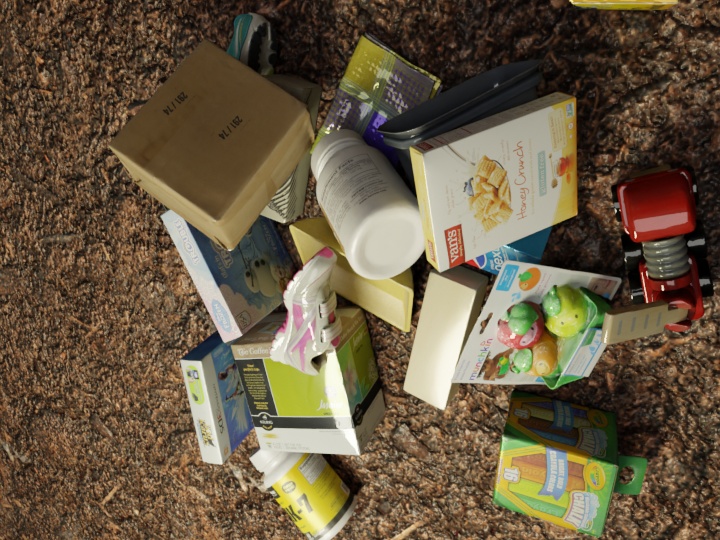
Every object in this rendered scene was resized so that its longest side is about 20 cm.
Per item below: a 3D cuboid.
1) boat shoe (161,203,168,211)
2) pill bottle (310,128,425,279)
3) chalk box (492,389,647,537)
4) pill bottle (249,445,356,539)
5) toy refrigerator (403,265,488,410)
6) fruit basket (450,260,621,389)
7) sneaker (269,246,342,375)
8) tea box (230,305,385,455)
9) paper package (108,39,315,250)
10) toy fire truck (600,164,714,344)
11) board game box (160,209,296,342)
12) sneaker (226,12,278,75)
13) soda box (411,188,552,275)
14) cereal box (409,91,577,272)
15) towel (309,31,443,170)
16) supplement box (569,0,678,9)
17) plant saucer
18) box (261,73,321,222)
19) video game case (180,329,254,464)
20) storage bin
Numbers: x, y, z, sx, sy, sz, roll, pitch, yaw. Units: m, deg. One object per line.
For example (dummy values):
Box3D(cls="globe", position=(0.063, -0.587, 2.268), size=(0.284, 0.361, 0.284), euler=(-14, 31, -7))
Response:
Box3D(cls="boat shoe", position=(-0.266, -0.065, 0.988), size=(0.199, 0.060, 0.076), euler=(42, 120, 6))
Box3D(cls="pill bottle", position=(0.003, -0.096, 0.749), size=(0.116, 0.111, 0.202), euler=(-60, 39, 29))
Box3D(cls="chalk box", position=(0.300, 0.276, 0.812), size=(0.194, 0.124, 0.129), euler=(9, 113, 21))
Box3D(cls="pill bottle", position=(-0.108, 0.389, 1.050), size=(0.201, 0.114, 0.114), euler=(49, 120, 2))
Box3D(cls="toy refrigerator", position=(0.129, 0.097, 0.861), size=(0.074, 0.070, 0.206), euler=(21, 115, 24))
Box3D(cls="fruit basket", position=(0.232, 0.082, 0.741), size=(0.094, 0.194, 0.190), euler=(54, 132, 49))
Box3D(cls="sneaker", position=(-0.059, 0.061, 0.789), size=(0.086, 0.081, 0.204), euler=(27, 125, 13))
Box3D(cls="tea box", position=(-0.082, 0.181, 0.950), size=(0.194, 0.133, 0.203), euler=(-5, 107, 25))
Box3D(cls="paper package", position=(-0.189, -0.167, 0.754), size=(0.188, 0.104, 0.203), euler=(33, 75, 7))
Box3D(cls="toy fire truck", position=(0.333, -0.009, 0.649), size=(0.125, 0.200, 0.182), euler=(-10, 105, 26))
Box3D(cls="board game box", position=(-0.189, -0.026, 0.887), size=(0.042, 0.199, 0.205), euler=(-20, 100, 29))
Box3D(cls="sneaker", position=(-0.180, -0.287, 0.874), size=(0.079, 0.076, 0.205), euler=(33, 115, 31))
Box3D(cls="soda box", position=(0.155, -0.055, 0.780), size=(0.195, 0.069, 0.065), euler=(22, 146, 17))
Box3D(cls="cereal box", position=(0.158, -0.100, 0.651), size=(0.195, 0.040, 0.148), euler=(-23, 121, -12))
Box3D(cls="towel", position=(0.017, -0.219, 0.823), size=(0.142, 0.023, 0.203), euler=(37, 119, 8))
Box3D(cls="supplement box", position=(0.287, -0.384, 0.587), size=(0.106, 0.109, 0.207), euler=(10, 113, 21))
Box3D(cls="plant saucer", position=(0.000, 0.000, 0.847), size=(0.196, 0.049, 0.201), euler=(28, 162, 13))
Box3D(cls="box", position=(-0.120, -0.186, 0.871), size=(0.080, 0.068, 0.206), euler=(18, 116, 17))
Box3D(cls="video game case", position=(-0.215, 0.190, 0.977), size=(0.044, 0.200, 0.188), euler=(1, 110, 21))
Box3D(cls="storage bin", position=(0.134, -0.153, 0.713), size=(0.195, 0.146, 0.138), euler=(-27, 111, -8))
